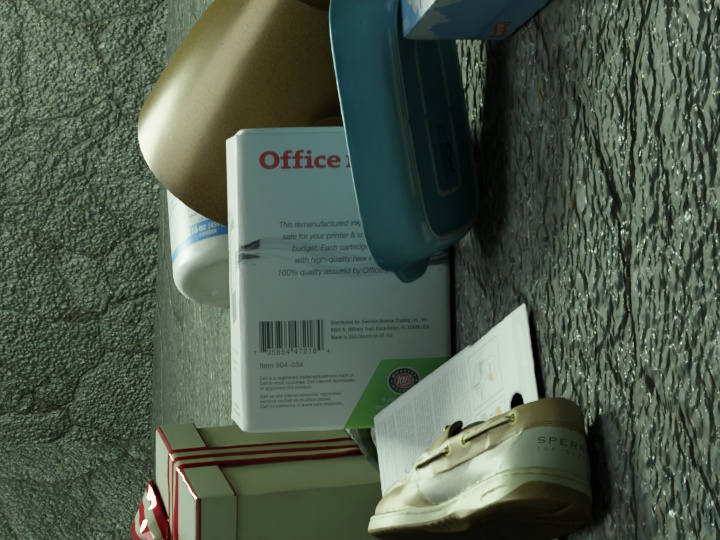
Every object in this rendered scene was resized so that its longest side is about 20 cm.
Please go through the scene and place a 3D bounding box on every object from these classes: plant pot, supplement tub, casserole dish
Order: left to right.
[{"bbox_3d":[-0.140,-0.075,1.916,0.132,0.131,0.201,108,157,-60],"label":"supplement tub"},{"bbox_3d":[-0.066,-0.165,1.454,0.201,0.185,0.187,117,152,-43],"label":"plant pot"},{"bbox_3d":[0.031,-0.093,1.100,0.121,0.039,0.202,-24,-72,-62],"label":"casserole dish"}]

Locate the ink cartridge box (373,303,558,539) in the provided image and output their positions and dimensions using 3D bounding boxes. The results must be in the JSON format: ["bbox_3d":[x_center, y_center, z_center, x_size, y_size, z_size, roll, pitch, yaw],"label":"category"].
[{"bbox_3d":[0.076,0.133,1.091,0.200,0.057,0.164,-39,50,51],"label":"ink cartridge box"}]

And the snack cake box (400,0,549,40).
[{"bbox_3d":[0.070,-0.201,0.966,0.200,0.067,0.116,148,121,-78],"label":"snack cake box"}]

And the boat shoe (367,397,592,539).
[{"bbox_3d":[0.068,0.116,0.989,0.200,0.074,0.067,-27,48,59],"label":"boat shoe"}]

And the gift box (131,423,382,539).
[{"bbox_3d":[-0.087,0.242,1.504,0.184,0.185,0.202,-148,58,-70],"label":"gift box"}]

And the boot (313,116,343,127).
[{"bbox_3d":[0.000,0.000,1.389,0.155,0.073,0.201,91,171,-57],"label":"boot"}]

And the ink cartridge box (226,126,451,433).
[{"bbox_3d":[-0.016,0.004,1.236,0.084,0.144,0.202,-170,79,-80],"label":"ink cartridge box"}]

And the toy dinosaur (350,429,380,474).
[{"bbox_3d":[-0.011,0.088,1.368,0.201,0.047,0.088,58,-177,6],"label":"toy dinosaur"}]
